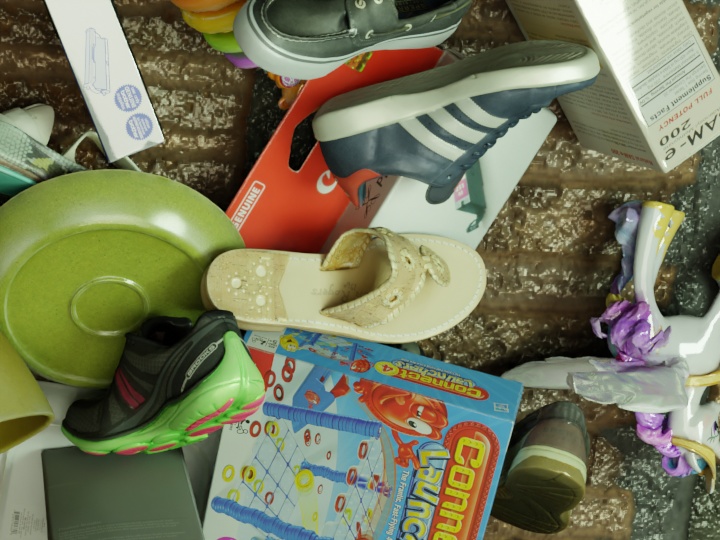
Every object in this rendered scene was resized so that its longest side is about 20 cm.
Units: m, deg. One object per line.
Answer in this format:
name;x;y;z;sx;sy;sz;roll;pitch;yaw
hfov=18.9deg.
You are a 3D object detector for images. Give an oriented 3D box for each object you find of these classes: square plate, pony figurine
square plate;-0.195;0.185;1.596;0.196;0.028;0.202;8;106;-15
pony figurine;0.213;0.054;1.584;0.192;0.166;0.202;11;90;-23

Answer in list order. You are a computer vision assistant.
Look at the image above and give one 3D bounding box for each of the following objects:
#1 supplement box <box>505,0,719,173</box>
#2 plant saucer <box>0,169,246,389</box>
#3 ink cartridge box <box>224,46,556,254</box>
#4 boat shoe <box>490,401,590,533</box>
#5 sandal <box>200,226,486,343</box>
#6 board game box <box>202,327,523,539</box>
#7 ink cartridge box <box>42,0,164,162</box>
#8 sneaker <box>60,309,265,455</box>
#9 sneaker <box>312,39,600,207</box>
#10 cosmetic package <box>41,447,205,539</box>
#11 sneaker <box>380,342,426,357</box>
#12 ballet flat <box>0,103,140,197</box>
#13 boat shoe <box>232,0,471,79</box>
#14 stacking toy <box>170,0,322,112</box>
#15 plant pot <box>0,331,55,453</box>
supplement box;0.165;-0.175;1.492;0.073;0.126;0.201;-35;113;-11
plant saucer;-0.174;0.017;1.501;0.198;0.031;0.201;-5;132;-5
ink cartridge box;0.019;-0.066;1.526;0.173;0.044;0.201;25;102;-35
boat shoe;0.131;0.143;1.576;0.071;0.201;0.066;22;73;0
sandal;0.001;0.006;1.470;0.210;0.070;0.078;-2;75;-20
board game box;-0.004;0.150;1.521;0.194;0.056;0.201;15;116;5
ink cartridge box;-0.188;-0.180;1.439;0.044;0.094;0.201;-22;111;-4
sneaker;-0.135;0.077;1.488;0.076;0.199;0.084;2;72;-43
sneaker;0.071;-0.095;1.460;0.198;0.075;0.085;-13;107;17
cosmetic package;-0.162;0.192;1.485;0.106;0.200;0.091;-5;107;-7
sneaker;0.023;0.140;1.596;0.113;0.076;0.200;16;114;-20
ballet flat;-0.209;-0.070;1.492;0.199;0.069;0.072;28;73;-27
boat shoe;0.000;-0.176;1.424;0.199;0.069;0.057;-17;159;-44
stacking toy;-0.075;-0.179;1.472;0.116;0.110;0.201;-38;126;-7
plant pot;-0.324;0.070;1.459;0.199;0.200;0.143;-22;82;-4
